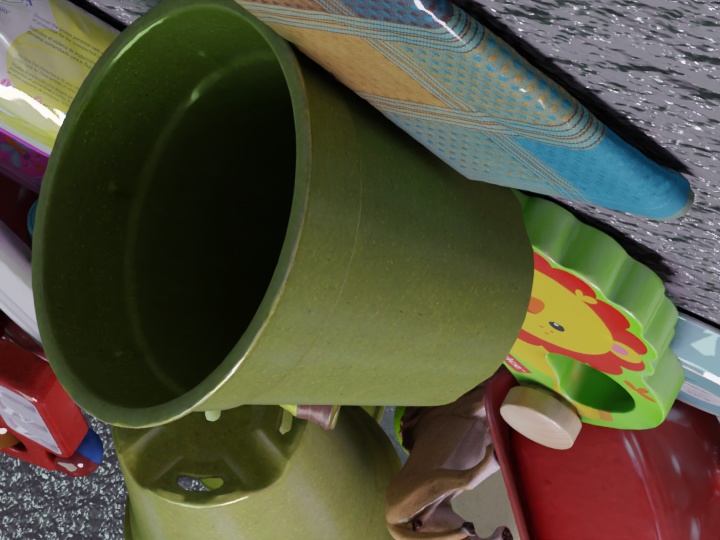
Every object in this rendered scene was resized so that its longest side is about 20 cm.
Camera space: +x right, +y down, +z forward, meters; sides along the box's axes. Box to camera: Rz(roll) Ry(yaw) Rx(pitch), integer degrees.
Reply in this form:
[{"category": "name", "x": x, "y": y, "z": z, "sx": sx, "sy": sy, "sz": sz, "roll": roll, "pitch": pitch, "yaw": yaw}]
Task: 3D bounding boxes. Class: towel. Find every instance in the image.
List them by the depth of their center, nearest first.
[{"category": "towel", "x": 0.035, "y": -0.081, "z": 0.983, "sx": 0.146, "sy": 0.022, "sz": 0.200, "roll": 16, "pitch": 166, "yaw": 48}]

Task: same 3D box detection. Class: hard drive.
[{"category": "hard drive", "x": -0.212, "y": -0.002, "z": 1.418, "sx": 0.200, "sy": 0.026, "sz": 0.132, "roll": 45, "pitch": -179, "yaw": -10}]

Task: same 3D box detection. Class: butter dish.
[{"category": "butter dish", "x": 0.188, "y": 0.140, "z": 1.492, "sx": 0.147, "sy": 0.201, "sz": 0.200, "roll": -18, "pitch": 173, "yaw": 28}]

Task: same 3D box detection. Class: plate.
[{"category": "plate", "x": 0.194, "y": 0.057, "z": 1.396, "sx": 0.199, "sy": 0.026, "sz": 0.200, "roll": 25, "pitch": 172, "yaw": 4}]

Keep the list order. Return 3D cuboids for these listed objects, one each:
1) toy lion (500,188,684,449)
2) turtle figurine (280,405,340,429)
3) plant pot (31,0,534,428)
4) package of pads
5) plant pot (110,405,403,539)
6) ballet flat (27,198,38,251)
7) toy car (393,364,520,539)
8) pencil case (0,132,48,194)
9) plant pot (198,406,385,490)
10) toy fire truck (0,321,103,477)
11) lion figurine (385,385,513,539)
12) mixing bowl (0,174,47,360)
[{"category": "toy lion", "x": 0.103, "y": 0.022, "z": 1.270, "sx": 0.200, "sy": 0.069, "sz": 0.191, "roll": 41, "pitch": 159, "yaw": -27}, {"category": "turtle figurine", "x": -0.087, "y": 0.049, "z": 1.377, "sx": 0.160, "sy": 0.065, "sz": 0.200, "roll": 18, "pitch": 162, "yaw": 3}, {"category": "plant pot", "x": -0.022, "y": -0.010, "z": 1.120, "sx": 0.189, "sy": 0.201, "sz": 0.199, "roll": 16, "pitch": 180, "yaw": -40}, {"category": "package of pads", "x": -0.171, "y": -0.105, "z": 1.301, "sx": 0.199, "sy": 0.069, "sz": 0.154, "roll": 29, "pitch": 173, "yaw": -34}, {"category": "plant pot", "x": -0.079, "y": 0.127, "z": 1.541, "sx": 0.199, "sy": 0.201, "sz": 0.184, "roll": 22, "pitch": 160, "yaw": 20}, {"category": "ballet flat", "x": -0.102, "y": -0.027, "z": 1.410, "sx": 0.199, "sy": 0.068, "sz": 0.069, "roll": -5, "pitch": 140, "yaw": 20}, {"category": "toy car", "x": 0.155, "y": 0.134, "z": 1.713, "sx": 0.199, "sy": 0.159, "sz": 0.164, "roll": -1, "pitch": 167, "yaw": -39}, {"category": "pencil case", "x": -0.205, "y": -0.091, "z": 1.448, "sx": 0.199, "sy": 0.088, "sz": 0.087, "roll": 29, "pitch": 172, "yaw": -19}, {"category": "plant pot", "x": -0.110, "y": 0.083, "z": 2.041, "sx": 0.200, "sy": 0.201, "sz": 0.193, "roll": 15, "pitch": 156, "yaw": 52}, {"category": "toy fire truck", "x": -0.241, "y": 0.072, "z": 1.460, "sx": 0.167, "sy": 0.112, "sz": 0.200, "roll": 28, "pitch": 160, "yaw": 15}, {"category": "lion figurine", "x": 0.056, "y": 0.130, "z": 1.549, "sx": 0.122, "sy": 0.200, "sz": 0.073, "roll": -15, "pitch": 107, "yaw": 29}, {"category": "mixing bowl", "x": -0.195, "y": -0.007, "z": 1.583, "sx": 0.200, "sy": 0.108, "sz": 0.200, "roll": 41, "pitch": -164, "yaw": -14}]
